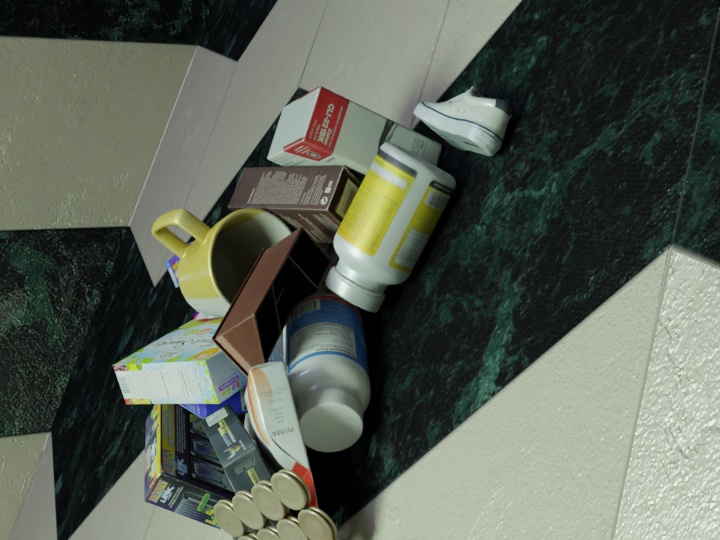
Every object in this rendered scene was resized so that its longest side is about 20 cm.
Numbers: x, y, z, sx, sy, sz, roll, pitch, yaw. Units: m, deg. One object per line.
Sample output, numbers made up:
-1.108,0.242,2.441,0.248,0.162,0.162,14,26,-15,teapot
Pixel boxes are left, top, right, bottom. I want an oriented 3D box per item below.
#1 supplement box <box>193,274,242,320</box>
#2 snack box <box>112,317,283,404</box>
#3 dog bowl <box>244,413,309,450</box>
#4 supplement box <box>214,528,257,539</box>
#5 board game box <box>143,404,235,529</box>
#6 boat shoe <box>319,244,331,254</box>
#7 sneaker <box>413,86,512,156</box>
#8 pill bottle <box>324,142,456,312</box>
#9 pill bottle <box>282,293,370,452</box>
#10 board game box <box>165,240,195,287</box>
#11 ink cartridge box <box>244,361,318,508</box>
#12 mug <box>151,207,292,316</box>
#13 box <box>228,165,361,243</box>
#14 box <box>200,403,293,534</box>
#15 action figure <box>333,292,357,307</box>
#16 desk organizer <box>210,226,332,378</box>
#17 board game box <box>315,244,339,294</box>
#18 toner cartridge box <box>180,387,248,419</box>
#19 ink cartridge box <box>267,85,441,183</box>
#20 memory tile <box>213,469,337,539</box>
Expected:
-0.180,0.050,1.783,0.200,0.102,0.102,-30,41,61,supplement box
-0.214,0.122,1.574,0.198,0.069,0.168,-8,16,42,snack box
-0.101,0.176,1.625,0.201,0.058,0.202,-52,24,34,dog bowl
-0.156,0.430,1.456,0.127,0.073,0.200,-60,21,15,supplement box
-0.233,0.286,1.672,0.057,0.164,0.201,-58,21,19,board game box
-0.079,-0.055,1.689,0.074,0.069,0.202,-30,40,54,boat shoe
0.136,-0.197,1.460,0.071,0.073,0.200,-55,30,0,sneaker
0.033,-0.054,1.474,0.202,0.111,0.112,-62,21,8,pill bottle
-0.044,0.132,1.457,0.113,0.111,0.201,-53,25,29,pill bottle
-0.200,-0.041,1.825,0.045,0.198,0.134,66,153,2,board game box
-0.098,0.227,1.386,0.162,0.049,0.203,114,145,-70,ink cartridge box
-0.188,-0.016,1.593,0.149,0.189,0.152,-30,10,-34,mug
-0.078,-0.091,1.591,0.198,0.100,0.076,3,64,40,box
-0.138,0.274,1.467,0.051,0.159,0.200,-29,17,-9,box
0.000,0.000,1.592,0.201,0.051,0.066,-59,26,21,action figure
-0.108,0.036,1.453,0.077,0.072,0.201,-31,21,33,desk organizer
-0.064,-0.024,1.775,0.200,0.041,0.202,-41,32,49,board game box
-0.215,0.172,1.660,0.199,0.094,0.044,10,106,64,toner cartridge box
-0.008,-0.164,1.577,0.144,0.198,0.085,-11,60,65,ink cartridge box
-0.086,0.312,1.328,0.017,0.154,0.199,-39,3,-41,memory tile
